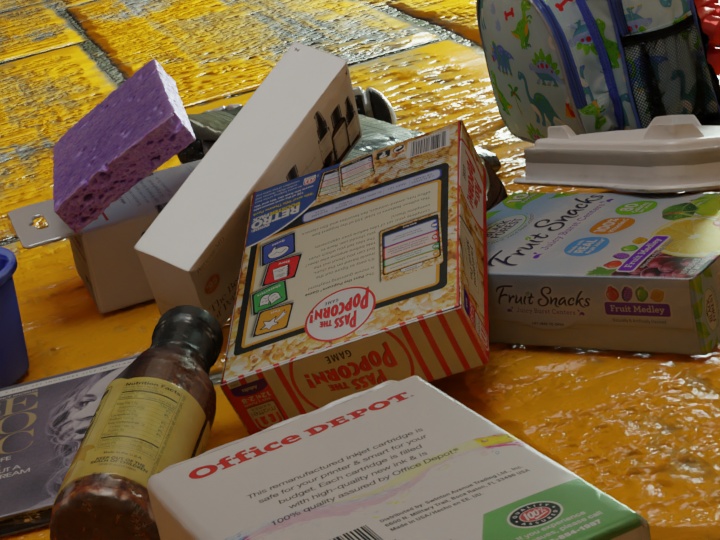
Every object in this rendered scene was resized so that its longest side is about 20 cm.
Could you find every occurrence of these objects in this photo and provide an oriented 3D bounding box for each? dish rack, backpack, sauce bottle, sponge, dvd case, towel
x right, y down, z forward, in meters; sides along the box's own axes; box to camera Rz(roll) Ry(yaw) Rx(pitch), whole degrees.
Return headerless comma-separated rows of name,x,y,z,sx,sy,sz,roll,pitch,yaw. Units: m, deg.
dish rack,0.218,-0.084,1.216,0.171,0.044,0.200,-8,7,-27
backpack,0.181,-0.192,1.376,0.146,0.201,0.183,-19,18,-18
sauce bottle,-0.112,0.087,0.944,0.066,0.066,0.200,-8,26,12
sponge,-0.182,-0.097,1.323,0.111,0.030,0.200,-39,20,4
dvd case,-0.179,0.102,1.052,0.148,0.016,0.200,-14,19,-4
towel,-0.016,-0.092,1.365,0.199,0.035,0.192,18,18,23

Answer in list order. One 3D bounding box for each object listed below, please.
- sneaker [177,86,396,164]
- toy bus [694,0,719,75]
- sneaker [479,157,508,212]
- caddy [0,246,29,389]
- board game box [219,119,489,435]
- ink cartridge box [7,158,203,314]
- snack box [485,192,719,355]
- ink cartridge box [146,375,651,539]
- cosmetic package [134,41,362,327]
sneaker,-0.062,-0.115,1.535,0.199,0.075,0.081,-6,6,11
toy bus,0.240,-0.240,1.507,0.135,0.201,0.192,-27,31,-35
sneaker,0.013,-0.017,1.179,0.199,0.076,0.070,-22,21,-27
caddy,-0.319,0.040,1.173,0.200,0.105,0.141,-25,22,-32
board game box,0.000,0.000,1.064,0.151,0.046,0.200,-18,33,16
ink cartridge box,-0.157,-0.028,1.328,0.199,0.067,0.116,-16,20,-13
snack box,0.149,-0.002,1.088,0.199,0.053,0.142,2,22,37
ink cartridge box,0.013,0.130,0.746,0.144,0.084,0.200,-19,20,-20
cosmetic package,-0.072,-0.056,1.205,0.051,0.083,0.200,21,61,25
